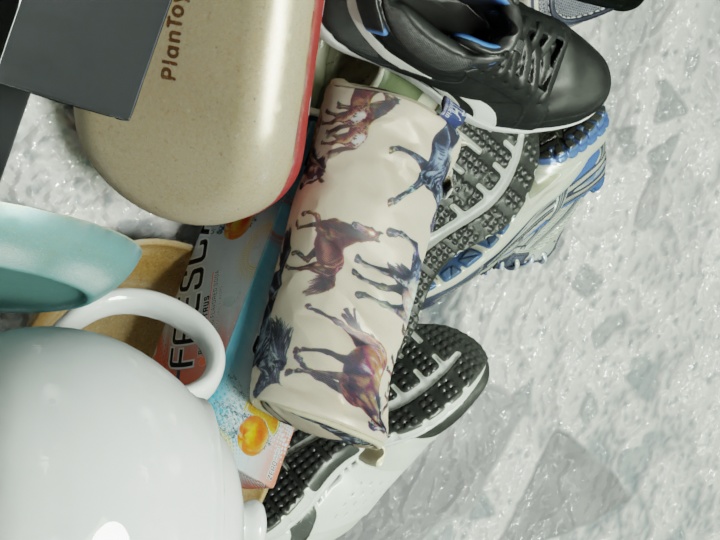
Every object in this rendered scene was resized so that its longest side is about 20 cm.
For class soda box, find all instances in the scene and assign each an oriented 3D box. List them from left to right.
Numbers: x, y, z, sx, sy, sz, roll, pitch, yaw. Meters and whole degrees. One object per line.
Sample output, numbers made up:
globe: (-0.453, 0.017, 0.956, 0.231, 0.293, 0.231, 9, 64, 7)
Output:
soda box: (-0.058, 0.018, 1.137, 0.068, 0.064, 0.200, 35, 66, -39)

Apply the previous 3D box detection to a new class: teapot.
teapot: (-0.118, 0.118, 0.992, 0.146, 0.197, 0.200, 2, 96, -17)

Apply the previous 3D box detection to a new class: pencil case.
pencil case: (0.000, 0.000, 1.094, 0.089, 0.078, 0.200, 19, 75, -17)

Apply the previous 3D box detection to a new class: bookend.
bookend: (-0.173, -0.097, 0.937, 0.092, 0.200, 0.199, 14, 97, -44)

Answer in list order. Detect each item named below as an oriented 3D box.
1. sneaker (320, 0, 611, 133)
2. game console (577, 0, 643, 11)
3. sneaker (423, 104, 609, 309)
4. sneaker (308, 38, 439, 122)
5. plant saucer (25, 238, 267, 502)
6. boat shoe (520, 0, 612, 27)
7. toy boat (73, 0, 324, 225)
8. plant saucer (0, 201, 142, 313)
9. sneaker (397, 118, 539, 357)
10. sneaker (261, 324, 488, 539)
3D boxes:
sneaker: (0.076, -0.120, 1.114, 0.200, 0.112, 0.073, 16, 88, -29)
game console: (0.097, -0.262, 1.179, 0.200, 0.116, 0.176, 6, 112, -42)
sneaker: (0.090, -0.027, 1.289, 0.200, 0.077, 0.085, -40, 138, -19)
sneaker: (0.024, -0.153, 1.177, 0.090, 0.067, 0.200, 27, 93, -50)
plant saucer: (-0.128, 0.082, 1.143, 0.200, 0.035, 0.200, -2, 93, -44)
boat shoe: (0.192, -0.210, 1.284, 0.200, 0.093, 0.075, -41, 130, -21)
toy boat: (-0.074, -0.126, 1.086, 0.131, 0.130, 0.200, -30, 132, -65)
plant saucer: (-0.203, -0.006, 0.951, 0.200, 0.200, 0.027, 14, 75, -44)
sneaker: (0.026, -0.026, 1.207, 0.200, 0.080, 0.074, -49, 115, -10)
sneaker: (-0.005, 0.109, 1.248, 0.200, 0.074, 0.080, -35, 144, -3)
